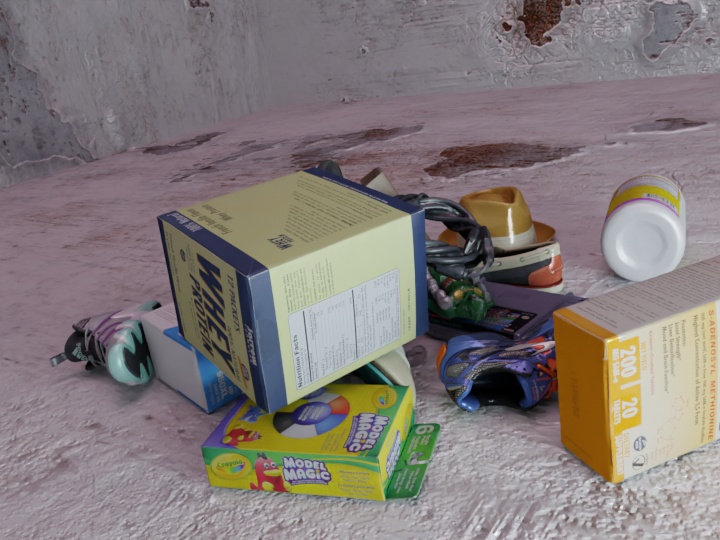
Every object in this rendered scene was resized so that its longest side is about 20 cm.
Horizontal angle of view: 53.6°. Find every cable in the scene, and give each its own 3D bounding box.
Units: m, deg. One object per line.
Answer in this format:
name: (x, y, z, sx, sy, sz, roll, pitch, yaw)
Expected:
cable: (0.075, -0.044, 0.837, 0.158, 0.052, 0.201, 9, 23, 1)

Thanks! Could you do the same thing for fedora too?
fedora: (0.209, -0.081, 1.117, 0.194, 0.084, 0.201, -9, 20, 3)

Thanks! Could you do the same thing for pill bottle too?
pill bottle: (0.387, -0.068, 0.969, 0.101, 0.107, 0.200, 0, 21, 25)

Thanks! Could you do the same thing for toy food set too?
toy food set: (0.048, -0.075, 1.062, 0.060, 0.145, 0.200, -35, 10, 6)

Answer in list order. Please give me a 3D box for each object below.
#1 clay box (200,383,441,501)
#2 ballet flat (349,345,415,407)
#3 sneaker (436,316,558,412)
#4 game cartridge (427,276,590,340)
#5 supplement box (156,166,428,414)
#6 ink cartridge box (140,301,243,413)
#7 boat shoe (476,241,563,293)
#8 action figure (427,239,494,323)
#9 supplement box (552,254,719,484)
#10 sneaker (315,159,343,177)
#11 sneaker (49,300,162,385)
clay box: (-0.031, 0.150, 0.650, 0.194, 0.049, 0.115, -3, 21, 20)
ballet flat: (0.006, 0.086, 0.765, 0.068, 0.071, 0.198, -21, 23, -31)
sneaker: (0.171, 0.098, 0.686, 0.194, 0.077, 0.079, -15, 27, 11)
game cartridge: (0.166, 0.052, 0.852, 0.197, 0.040, 0.128, 10, 24, 44)
supplement box: (-0.067, 0.004, 0.718, 0.196, 0.138, 0.198, -22, 30, -32)
ink cartridge box: (-0.141, 0.071, 0.862, 0.197, 0.087, 0.143, -24, 26, -34)
boat shoe: (0.180, -0.010, 0.969, 0.196, 0.064, 0.071, 4, 25, 36)
action figure: (0.105, 0.014, 0.865, 0.115, 0.056, 0.200, -12, 23, -15)
supplement box: (0.265, 0.076, 0.598, 0.195, 0.130, 0.073, -16, 19, -17)
sneaker: (-0.011, -0.077, 0.941, 0.084, 0.074, 0.204, -33, 50, 22)
sneaker: (-0.327, 0.102, 0.894, 0.136, 0.080, 0.200, -12, 10, -3)
